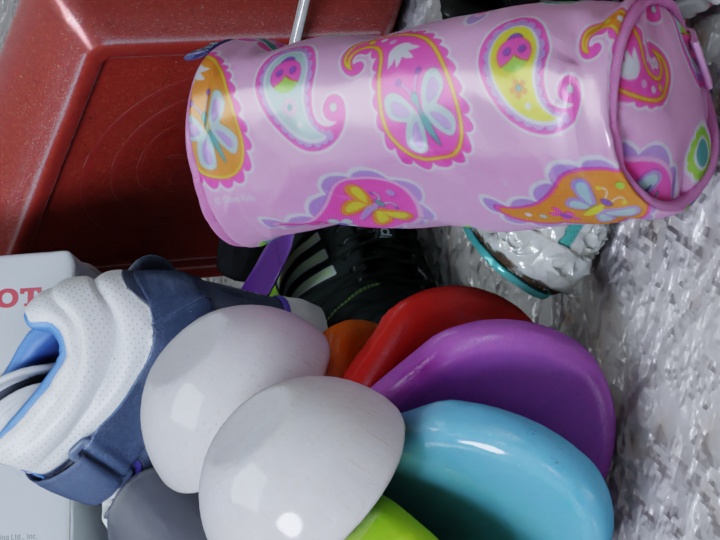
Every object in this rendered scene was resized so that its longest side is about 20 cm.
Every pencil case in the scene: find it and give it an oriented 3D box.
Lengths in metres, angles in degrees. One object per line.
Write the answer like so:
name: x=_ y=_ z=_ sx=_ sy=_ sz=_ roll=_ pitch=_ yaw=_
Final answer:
pencil case: x=0.030 y=-0.055 z=1.060 sx=0.200 sy=0.087 sz=0.088 roll=-3 pitch=77 yaw=36

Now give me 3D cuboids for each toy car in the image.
toy car: x=0.026 y=0.078 z=1.080 sx=0.150 sy=0.175 sz=0.200 roll=-43 pitch=24 yaw=-2

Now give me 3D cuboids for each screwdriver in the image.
screwdriver: x=-0.034 y=-0.086 z=1.291 sx=0.029 sy=0.028 sz=0.200 roll=-74 pitch=-2 yaw=-66

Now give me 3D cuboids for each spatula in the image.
spatula: x=-0.060 y=0.070 z=1.282 sx=0.057 sy=0.021 sz=0.200 roll=-105 pitch=27 yaw=-72

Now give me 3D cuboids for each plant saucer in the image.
plant saucer: x=-0.085 y=-0.060 z=1.345 sx=0.037 sy=0.200 sz=0.200 roll=58 pitch=138 yaw=33

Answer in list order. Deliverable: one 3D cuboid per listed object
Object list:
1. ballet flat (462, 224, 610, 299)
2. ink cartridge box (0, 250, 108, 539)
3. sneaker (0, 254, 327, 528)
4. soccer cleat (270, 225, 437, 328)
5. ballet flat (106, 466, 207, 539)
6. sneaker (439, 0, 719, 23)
ballet flat: x=0.054 y=-0.057 z=1.160 sx=0.200 sy=0.072 sz=0.072 roll=53 pitch=131 yaw=54
ink cartridge box: x=-0.175 y=0.104 z=1.309 sx=0.145 sy=0.145 sz=0.200 roll=43 pitch=-135 yaw=-71
sneaker: x=-0.103 y=0.089 z=1.204 sx=0.081 sy=0.146 sz=0.200 roll=-116 pitch=37 yaw=-57
soccer cleat: x=0.000 y=0.000 z=1.266 sx=0.200 sy=0.067 sz=0.081 roll=-146 pitch=67 yaw=-70
ballet flat: x=-0.033 y=0.166 z=1.162 sx=0.200 sy=0.073 sz=0.073 roll=60 pitch=171 yaw=-21
sneaker: x=0.089 y=-0.130 z=1.051 sx=0.200 sy=0.087 sz=0.074 roll=136 pitch=139 yaw=-57
